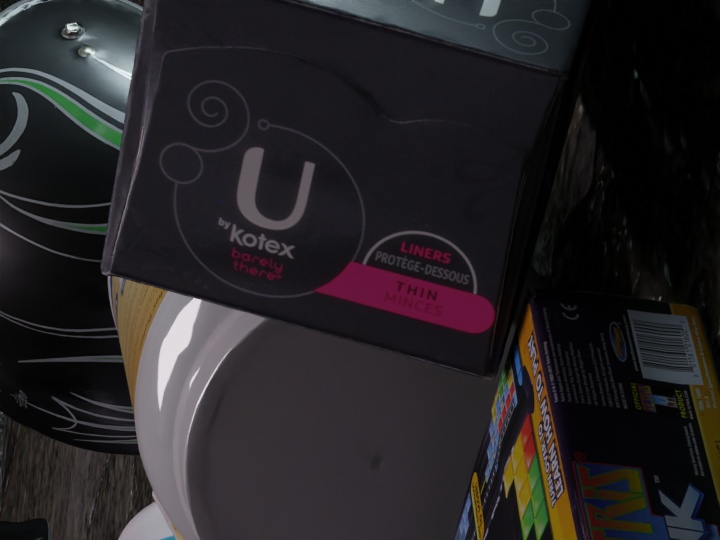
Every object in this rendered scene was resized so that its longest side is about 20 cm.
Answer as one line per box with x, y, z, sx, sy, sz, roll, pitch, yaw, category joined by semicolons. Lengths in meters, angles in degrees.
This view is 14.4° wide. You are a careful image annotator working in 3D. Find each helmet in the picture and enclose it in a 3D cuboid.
-0.095;-0.015;1.275;0.200;0.190;0.201;23;-90;-83;helmet

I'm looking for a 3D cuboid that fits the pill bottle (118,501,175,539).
-0.051;0.166;1.196;0.111;0.110;0.201;114;159;-57;pill bottle

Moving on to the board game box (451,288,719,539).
0.063;0.131;0.776;0.200;0.056;0.166;-98;19;-51;board game box

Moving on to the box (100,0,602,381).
0.008;-0.072;0.868;0.200;0.122;0.106;-68;-8;-59;box

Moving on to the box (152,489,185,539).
-0.017;0.138;1.033;0.200;0.039;0.042;59;149;33;box

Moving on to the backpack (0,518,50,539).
-0.280;0.294;2.186;0.200;0.150;0.178;123;154;-52;backpack

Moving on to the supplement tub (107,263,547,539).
-0.009;0.026;0.967;0.200;0.144;0.145;-113;31;-69;supplement tub
